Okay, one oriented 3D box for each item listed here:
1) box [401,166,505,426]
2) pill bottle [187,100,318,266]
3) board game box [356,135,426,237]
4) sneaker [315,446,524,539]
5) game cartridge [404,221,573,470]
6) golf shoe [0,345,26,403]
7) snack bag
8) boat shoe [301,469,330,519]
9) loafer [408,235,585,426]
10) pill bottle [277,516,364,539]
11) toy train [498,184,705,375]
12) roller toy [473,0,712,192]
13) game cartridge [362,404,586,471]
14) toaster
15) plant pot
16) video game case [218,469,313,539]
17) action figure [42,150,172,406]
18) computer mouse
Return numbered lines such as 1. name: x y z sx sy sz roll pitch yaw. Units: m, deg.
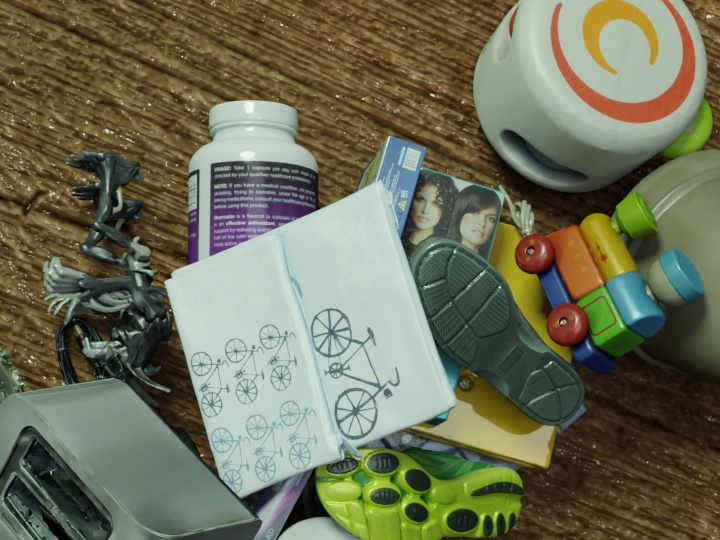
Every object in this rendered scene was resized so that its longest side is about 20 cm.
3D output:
1. box: 0.057 0.021 0.890 0.082 0.049 0.202 16 76 -2
2. pill bottle: -0.090 -0.035 0.895 0.111 0.112 0.202 1 83 -9
3. board game box: 0.000 0.000 0.895 0.034 0.135 0.202 18 80 -6
4. sneaker: 0.040 0.180 0.850 0.199 0.083 0.075 15 82 -35
5. game cartridge: 0.101 0.054 0.928 0.175 0.032 0.202 17 74 -2
6. golf shoe: -0.344 0.078 0.857 0.097 0.078 0.200 -39 73 -4
7. snack bag: -0.040 0.053 0.792 0.199 0.021 0.190 -22 74 16
8. boat shoe: -0.009 0.240 0.887 0.071 0.065 0.202 -10 95 -7
9. loafer: 0.100 0.047 0.844 0.072 0.063 0.200 -42 113 3
10. pill bottle: -0.040 0.299 0.828 0.103 0.104 0.201 13 117 -7
11. toy train: 0.191 -0.027 0.870 0.115 0.084 0.201 -35 54 23
12. roller toy: 0.198 -0.172 0.947 0.181 0.140 0.202 -14 79 -19
13. game cartridge: 0.089 0.135 0.945 0.200 0.038 0.130 -38 94 -12
14. toaster: -0.195 0.187 0.751 0.200 0.118 0.182 40 107 25
15. plant pot: 0.323 0.023 0.886 0.198 0.174 0.202 -9 118 -17
16. video game case: -0.111 0.223 0.845 0.019 0.143 0.201 34 78 -20
17. action figure: -0.209 0.012 0.863 0.101 0.119 0.202 -4 67 -21
18. computer mouse: -0.195 0.124 0.896 0.058 0.034 0.200 -37 87 -10
